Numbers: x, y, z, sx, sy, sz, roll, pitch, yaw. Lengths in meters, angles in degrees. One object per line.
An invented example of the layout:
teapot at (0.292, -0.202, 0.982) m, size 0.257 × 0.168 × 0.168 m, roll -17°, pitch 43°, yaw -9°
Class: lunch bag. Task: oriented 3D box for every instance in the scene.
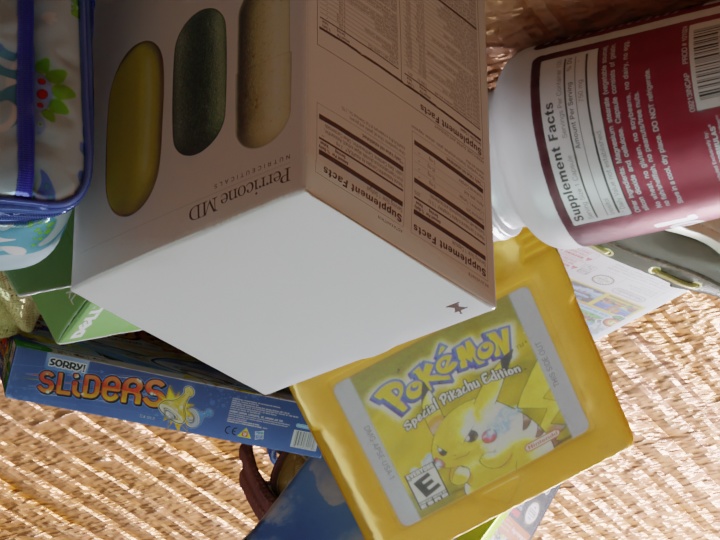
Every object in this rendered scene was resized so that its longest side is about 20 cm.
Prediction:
lunch bag at (-0.204, -0.104, 1.239) m, size 0.160 × 0.200 × 0.082 m, roll 6°, pitch 153°, yaw -16°

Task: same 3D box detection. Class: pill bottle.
pill bottle at (0.143, -0.075, 1.384) m, size 0.200 × 0.113 × 0.113 m, roll -12°, pitch 149°, yaw 22°

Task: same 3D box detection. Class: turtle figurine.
turtle figurine at (0.013, 0.156, 1.749) m, size 0.144 × 0.200 × 0.194 m, roll -46°, pitch 173°, yaw 1°

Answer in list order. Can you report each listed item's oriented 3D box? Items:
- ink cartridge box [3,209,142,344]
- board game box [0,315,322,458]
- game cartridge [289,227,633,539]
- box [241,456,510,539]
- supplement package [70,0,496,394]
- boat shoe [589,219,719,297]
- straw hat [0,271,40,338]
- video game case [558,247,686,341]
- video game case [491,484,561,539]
ink cartridge box at (-0.138, -0.023, 1.399) m, size 0.200 × 0.104 × 0.059 m, roll -11°, pitch 151°, yaw -43°
board game box at (-0.127, 0.065, 1.623) m, size 0.199 × 0.035 × 0.135 m, roll 12°, pitch -170°, yaw -15°
game cartridge at (0.052, 0.063, 1.531) m, size 0.176 × 0.032 × 0.200 m, roll -27°, pitch 124°, yaw -2°
box at (0.021, 0.146, 1.620) m, size 0.122 × 0.200 × 0.048 m, roll 36°, pitch 172°, yaw 12°
supplement package at (-0.038, -0.072, 1.296) m, size 0.152 × 0.200 × 0.151 m, roll -21°, pitch 145°, yaw 32°
boat shoe at (0.194, -0.023, 1.521) m, size 0.201 × 0.072 × 0.060 m, roll 23°, pitch 143°, yaw -28°
straw hat at (-0.220, -0.007, 1.530) m, size 0.200 × 0.085 × 0.201 m, roll -1°, pitch 151°, yaw 0°
video game case at (0.096, -0.005, 1.603) m, size 0.200 × 0.023 × 0.182 m, roll 20°, pitch 145°, yaw -33°
video game case at (0.071, 0.162, 1.738) m, size 0.025 × 0.181 × 0.200 m, roll 25°, pitch 170°, yaw 27°
